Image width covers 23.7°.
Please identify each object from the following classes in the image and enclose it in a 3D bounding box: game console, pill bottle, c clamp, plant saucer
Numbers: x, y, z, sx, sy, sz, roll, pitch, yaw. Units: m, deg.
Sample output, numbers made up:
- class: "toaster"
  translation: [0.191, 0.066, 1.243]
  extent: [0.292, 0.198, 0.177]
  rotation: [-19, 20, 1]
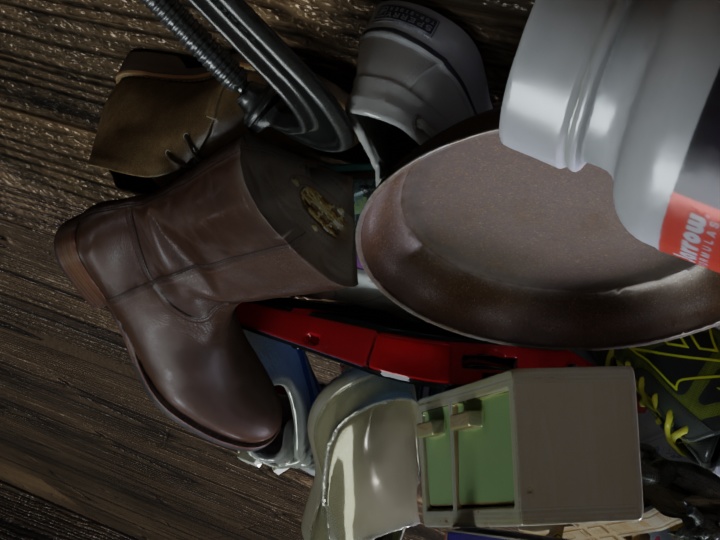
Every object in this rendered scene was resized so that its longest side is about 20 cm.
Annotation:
- class: "game console"
  translation: [0.030, 0.044, 1.043]
  extent: [0.176, 0.031, 0.200]
  rotation: [10, -178, 42]
- class: "pill bottle"
  translation: [0.153, -0.046, 0.581]
  extent: [0.199, 0.112, 0.112]
  rotation: [22, 163, 14]
- class: "c clamp"
  translation: [-0.082, -0.124, 0.789]
  extent: [0.200, 0.027, 0.171]
  rotation: [45, 167, -8]
- class: "plant saucer"
  translation: [0.098, -0.022, 0.771]
  extent: [0.199, 0.032, 0.200]
  rotation: [2, 149, 1]

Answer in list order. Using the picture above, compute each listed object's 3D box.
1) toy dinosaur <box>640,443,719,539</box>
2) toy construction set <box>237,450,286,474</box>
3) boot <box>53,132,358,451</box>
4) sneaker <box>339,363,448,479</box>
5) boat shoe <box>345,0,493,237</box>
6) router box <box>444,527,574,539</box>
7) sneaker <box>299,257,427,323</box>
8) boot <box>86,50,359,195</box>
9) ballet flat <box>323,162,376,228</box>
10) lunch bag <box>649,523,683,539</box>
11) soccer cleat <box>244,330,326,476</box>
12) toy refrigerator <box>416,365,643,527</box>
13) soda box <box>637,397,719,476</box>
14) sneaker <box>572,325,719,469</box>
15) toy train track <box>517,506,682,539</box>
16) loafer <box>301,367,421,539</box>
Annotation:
- class: "toy dinosaur"
  translation: [0.175, 0.123, 0.894]
  extent: [0.200, 0.048, 0.088]
  rotation: [18, -178, 44]
- class: "toy construction set"
  translation: [-0.090, 0.048, 1.221]
  extent: [0.131, 0.092, 0.200]
  rotation: [46, 169, 50]
- class: "boot"
  translation: [-0.052, 0.018, 0.912]
  extent: [0.200, 0.064, 0.186]
  rotation: [-18, 124, 45]
- class: "sneaker"
  translation: [0.056, 0.085, 1.170]
  extent: [0.074, 0.087, 0.200]
  rotation: [37, -171, -39]
- class: "boat shoe"
  translation: [0.038, -0.049, 0.825]
  extent: [0.072, 0.066, 0.200]
  rotation: [20, 162, 20]
- class: "router box"
  translation: [0.145, 0.180, 0.952]
  extent: [0.199, 0.049, 0.180]
  rotation: [7, 173, 8]
- class: "sneaker"
  translation: [0.000, 0.000, 1.011]
  extent: [0.200, 0.075, 0.100]
  rotation: [8, 157, 47]
- class: "boot"
  translation: [-0.072, -0.070, 0.915]
  extent: [0.199, 0.076, 0.074]
  rotation: [6, 152, 47]
- class: "ballet flat"
  translation: [-0.045, -0.028, 0.958]
  extent: [0.199, 0.074, 0.074]
  rotation: [4, 152, 48]
- class: "lunch bag"
  translation: [0.260, 0.225, 1.098]
  extent: [0.127, 0.171, 0.200]
  rotation: [6, 169, -17]
- class: "soccer cleat"
  translation: [-0.048, 0.105, 1.136]
  extent: [0.070, 0.087, 0.200]
  rotation: [-9, 141, 21]
- class: "toy refrigerator"
  translation: [0.081, 0.097, 0.908]
  extent: [0.070, 0.076, 0.200]
  rotation: [-1, 172, -11]
- class: "soda box"
  translation: [0.185, 0.108, 1.075]
  extent: [0.068, 0.064, 0.200]
  rotation: [31, 163, -24]
- class: "sneaker"
  translation: [0.171, 0.055, 0.900]
  extent: [0.199, 0.085, 0.075]
  rotation: [17, 159, 25]
- class: "toy train track"
  translation: [0.123, 0.151, 1.069]
  extent: [0.114, 0.033, 0.200]
  rotation: [-18, 134, 40]
- class: "loafer"
  translation: [0.008, 0.135, 1.092]
  extent: [0.201, 0.075, 0.068]
  rotation: [96, 150, -47]
